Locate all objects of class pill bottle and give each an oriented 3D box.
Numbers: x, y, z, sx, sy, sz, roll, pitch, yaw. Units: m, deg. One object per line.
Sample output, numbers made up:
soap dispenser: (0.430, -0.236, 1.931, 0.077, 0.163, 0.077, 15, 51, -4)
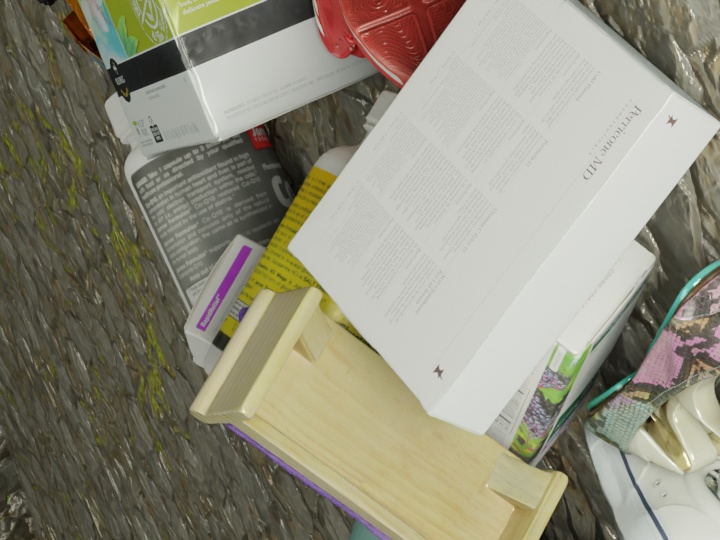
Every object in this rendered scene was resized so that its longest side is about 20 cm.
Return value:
pill bottle: (0.000, 0.000, 1.332, 0.112, 0.201, 0.112, 30, 179, 1)
pill bottle: (-0.112, -0.057, 1.716, 0.201, 0.113, 0.114, 65, 161, 4)

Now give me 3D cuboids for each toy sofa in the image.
toy sofa: (0.006, 0.098, 1.229, 0.200, 0.083, 0.097, 37, 160, -20)

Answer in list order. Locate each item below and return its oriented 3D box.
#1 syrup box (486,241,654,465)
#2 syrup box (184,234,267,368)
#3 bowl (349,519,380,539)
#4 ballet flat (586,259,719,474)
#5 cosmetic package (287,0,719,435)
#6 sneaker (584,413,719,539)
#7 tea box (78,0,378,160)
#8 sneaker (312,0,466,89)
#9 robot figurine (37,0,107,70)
syrup box: (0.095, 0.042, 1.271, 0.081, 0.079, 0.200, 37, 154, 13)
syrup box: (-0.013, 0.062, 1.483, 0.199, 0.082, 0.079, 28, 163, 11)
bowl: (0.060, 0.234, 1.494, 0.200, 0.105, 0.201, 31, 160, 13)
ballet flat: (0.172, 0.063, 1.168, 0.071, 0.069, 0.200, 56, 156, 14)
cosmetic package: (0.069, -0.041, 1.141, 0.051, 0.201, 0.151, 25, -163, -44)
sneaker: (0.174, 0.128, 1.239, 0.200, 0.070, 0.074, -105, -7, -66)
tea box: (-0.102, -0.193, 1.493, 0.198, 0.133, 0.200, 68, 161, -6)
sneaker: (0.019, -0.153, 1.334, 0.116, 0.078, 0.201, 76, 173, -52)
robot figurine: (-0.185, -0.231, 1.684, 0.201, 0.145, 0.058, 54, 177, 24)
